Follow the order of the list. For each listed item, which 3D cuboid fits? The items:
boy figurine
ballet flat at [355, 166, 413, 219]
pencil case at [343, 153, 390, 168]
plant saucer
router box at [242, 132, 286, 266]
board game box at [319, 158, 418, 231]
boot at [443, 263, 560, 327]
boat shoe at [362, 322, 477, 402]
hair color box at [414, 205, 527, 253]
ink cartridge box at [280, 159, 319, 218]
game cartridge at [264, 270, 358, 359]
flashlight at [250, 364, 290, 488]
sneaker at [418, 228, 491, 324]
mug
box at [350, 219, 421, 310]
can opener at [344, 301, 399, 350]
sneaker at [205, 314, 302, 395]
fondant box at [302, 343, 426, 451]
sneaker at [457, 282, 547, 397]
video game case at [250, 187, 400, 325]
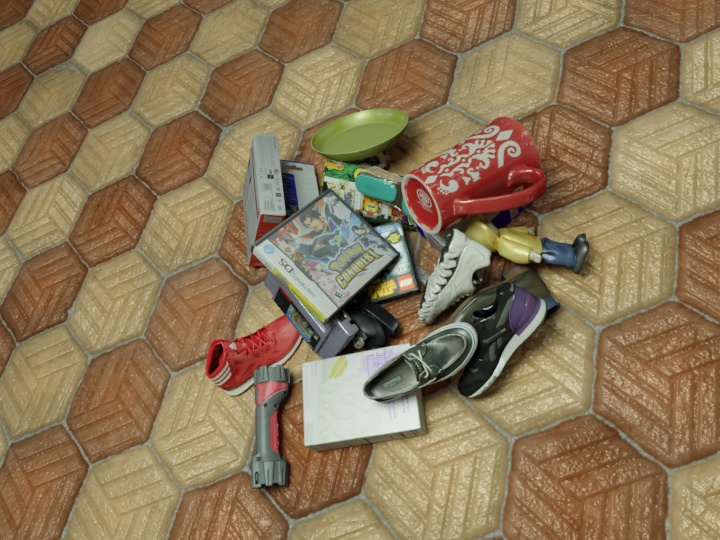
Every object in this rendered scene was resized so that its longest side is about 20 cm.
[{"bbox_3d":[0.278,-0.050,0.982,0.198,0.065,0.124,15,28,11],"label":"boy figurine"},{"bbox_3d":[0.085,-0.142,1.050,0.199,0.068,0.067,30,38,17],"label":"ballet flat"},{"bbox_3d":[-0.006,-0.160,1.156,0.089,0.078,0.202,7,67,23],"label":"pencil case"},{"bbox_3d":[0.001,-0.266,1.143,0.198,0.031,0.201,-12,35,9],"label":"plant saucer"},{"bbox_3d":[-0.198,-0.140,1.157,0.048,0.180,0.202,1,59,-19],"label":"router box"},{"bbox_3d":[0.022,-0.144,1.105,0.198,0.023,0.106,10,69,-13],"label":"board game box"},{"bbox_3d":[0.232,0.077,0.954,0.199,0.075,0.097,-38,55,-4],"label":"boot"},{"bbox_3d":[0.091,0.149,0.878,0.199,0.071,0.072,-37,76,16],"label":"boat shoe"},{"bbox_3d":[0.211,-0.113,1.064,0.200,0.065,0.109,-41,58,-2],"label":"hair color box"},{"bbox_3d":[-0.131,-0.139,1.185,0.094,0.037,0.202,4,59,-24],"label":"ink cartridge box"},{"bbox_3d":[-0.094,0.063,1.019,0.038,0.130,0.200,-29,72,-39],"label":"game cartridge"},{"bbox_3d":[-0.152,0.270,1.001,0.067,0.068,0.202,-13,65,14],"label":"flashlight"},{"bbox_3d":[0.151,0.026,0.956,0.080,0.201,0.075,19,45,-1],"label":"sneaker"},{"bbox_3d":[0.184,-0.152,0.929,0.199,0.177,0.134,-28,101,-17],"label":"mug"},{"bbox_3d":[0.000,0.000,1.075,0.198,0.040,0.138,-17,77,11],"label":"box"},{"bbox_3d":[-0.030,0.077,1.027,0.199,0.064,0.079,29,39,17],"label":"can opener"},{"bbox_3d":[-0.194,0.140,1.047,0.200,0.116,0.078,-46,59,-7],"label":"sneaker"},{"bbox_3d":[0.003,0.215,0.974,0.198,0.058,0.145,-12,61,12],"label":"fondant box"},{"bbox_3d":[0.197,0.105,0.908,0.087,0.076,0.201,30,108,-8],"label":"sneaker"},{"bbox_3d":[-0.056,-0.031,0.994,0.181,0.026,0.200,43,57,9],"label":"video game case"}]
